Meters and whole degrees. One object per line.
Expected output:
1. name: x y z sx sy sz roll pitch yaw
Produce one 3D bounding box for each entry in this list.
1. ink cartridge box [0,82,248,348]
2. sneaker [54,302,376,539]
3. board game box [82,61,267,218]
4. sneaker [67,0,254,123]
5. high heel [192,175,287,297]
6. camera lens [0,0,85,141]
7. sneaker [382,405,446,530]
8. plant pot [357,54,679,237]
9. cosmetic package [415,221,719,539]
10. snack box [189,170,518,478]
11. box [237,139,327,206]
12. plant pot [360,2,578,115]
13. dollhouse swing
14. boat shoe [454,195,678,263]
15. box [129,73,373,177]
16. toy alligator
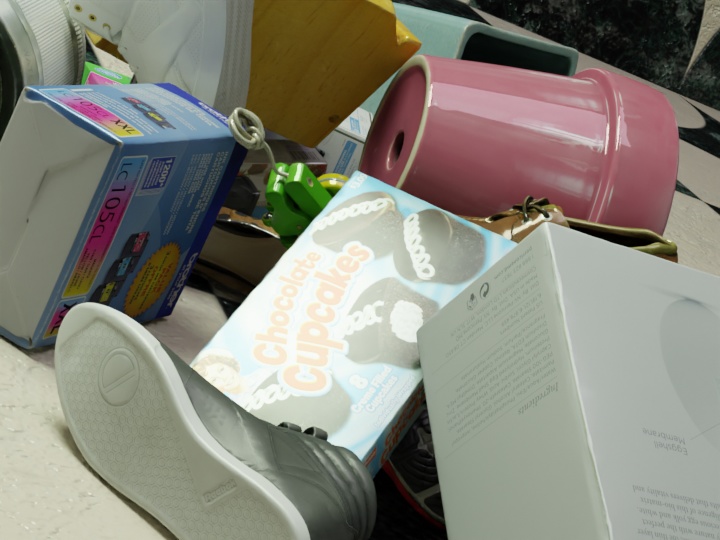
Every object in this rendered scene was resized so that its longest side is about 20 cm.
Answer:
1. ink cartridge box: -0.146 -0.039 1.077 0.076 0.137 0.200 31 17 15
2. sneaker: -0.073 0.089 0.916 0.200 0.071 0.099 41 19 28
3. board game box: -0.142 -0.095 1.445 0.152 0.041 0.200 17 18 -29
4. sneaker: -0.135 -0.142 1.173 0.115 0.201 0.074 14 24 13
5. high heel: -0.095 -0.003 1.208 0.142 0.072 0.200 -4 35 -38
6. camera lens: -0.267 -0.134 1.151 0.159 0.161 0.200 24 16 -4
7. sneaker: 0.017 0.078 1.080 0.077 0.085 0.201 -20 59 -24
8. plant pot: 0.101 -0.063 1.269 0.178 0.201 0.200 19 17 -17
9. cosmetic package: 0.151 0.110 0.948 0.198 0.123 0.201 16 49 -32
10. snack box: -0.006 0.036 1.024 0.116 0.037 0.200 25 52 19
11. box: -0.121 -0.072 1.315 0.199 0.039 0.041 -2 32 -31
12. plant pot: 0.049 -0.154 1.677 0.199 0.197 0.196 26 13 35
13. dollhouse swing: -0.091 -0.215 1.307 0.199 0.182 0.177 23 42 -35
14. boat shoe: 0.109 -0.017 1.152 0.199 0.068 0.072 13 25 -21
15. box: -0.089 -0.129 1.451 0.199 0.060 0.117 24 16 -8
16. toy alligator: -0.034 -0.031 1.133 0.200 0.054 0.060 43 42 -34
